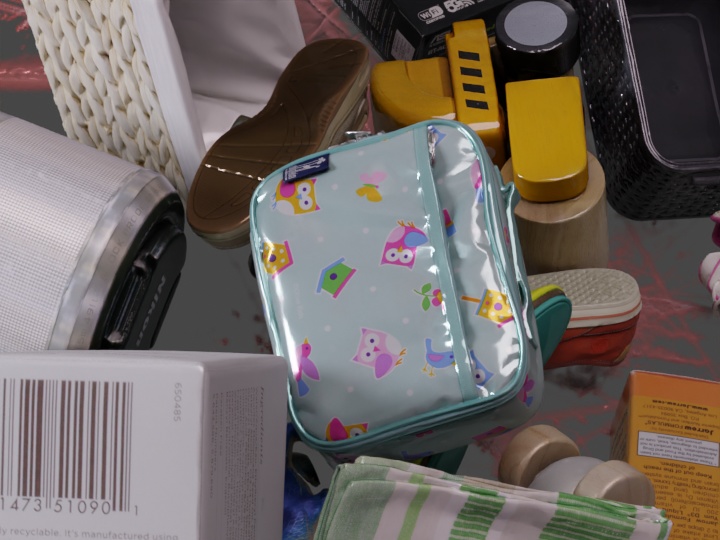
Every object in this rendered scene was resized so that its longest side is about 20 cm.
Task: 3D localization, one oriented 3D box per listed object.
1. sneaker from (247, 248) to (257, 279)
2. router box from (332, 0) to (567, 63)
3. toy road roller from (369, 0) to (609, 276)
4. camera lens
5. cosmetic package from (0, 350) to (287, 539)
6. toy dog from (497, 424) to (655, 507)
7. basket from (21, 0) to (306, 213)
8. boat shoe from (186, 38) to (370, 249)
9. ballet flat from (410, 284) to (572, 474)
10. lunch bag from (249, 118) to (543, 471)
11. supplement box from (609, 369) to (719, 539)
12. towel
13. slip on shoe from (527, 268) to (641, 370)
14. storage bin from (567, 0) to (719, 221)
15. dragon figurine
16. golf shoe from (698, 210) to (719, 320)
[{"bbox_3d":[0.000,0.000,1.637,0.116,0.076,0.200,-40,29,-21],"label":"sneaker"},{"bbox_3d":[0.077,-0.230,1.870,0.200,0.062,0.150,-25,58,-26],"label":"router box"},{"bbox_3d":[0.084,-0.079,1.718,0.146,0.123,0.200,-8,51,2],"label":"toy road roller"},{"bbox_3d":[-0.219,-0.012,1.578,0.200,0.160,0.160,22,51,8],"label":"camera lens"},{"bbox_3d":[-0.140,0.126,1.392,0.165,0.200,0.165,1,89,11],"label":"cosmetic package"},{"bbox_3d":[0.110,0.186,1.498,0.096,0.200,0.132,24,25,-36],"label":"toy dog"},{"bbox_3d":[-0.126,-0.153,1.675,0.123,0.200,0.136,14,47,28],"label":"basket"},{"bbox_3d":[-0.046,-0.071,1.656,0.072,0.065,0.200,8,42,24],"label":"boat shoe"},{"bbox_3d":[0.051,0.081,1.582,0.067,0.067,0.200,28,78,31],"label":"ballet flat"},{"bbox_3d":[0.025,0.010,1.526,0.160,0.077,0.200,-17,67,14],"label":"lunch bag"},{"bbox_3d":[0.186,0.160,1.571,0.069,0.067,0.200,8,50,-3],"label":"supplement box"},{"bbox_3d":[0.063,0.185,1.411,0.200,0.153,0.023,11,14,-20],"label":"towel"},{"bbox_3d":[0.082,0.041,1.654,0.200,0.061,0.074,-4,29,2],"label":"slip on shoe"},{"bbox_3d":[0.232,-0.145,1.773,0.135,0.094,0.200,-3,70,-15],"label":"storage bin"},{"bbox_3d":[-0.066,0.135,1.551,0.099,0.059,0.200,-12,56,-19],"label":"dragon figurine"},{"bbox_3d":[0.269,0.032,1.697,0.092,0.075,0.200,1,47,11],"label":"golf shoe"}]
